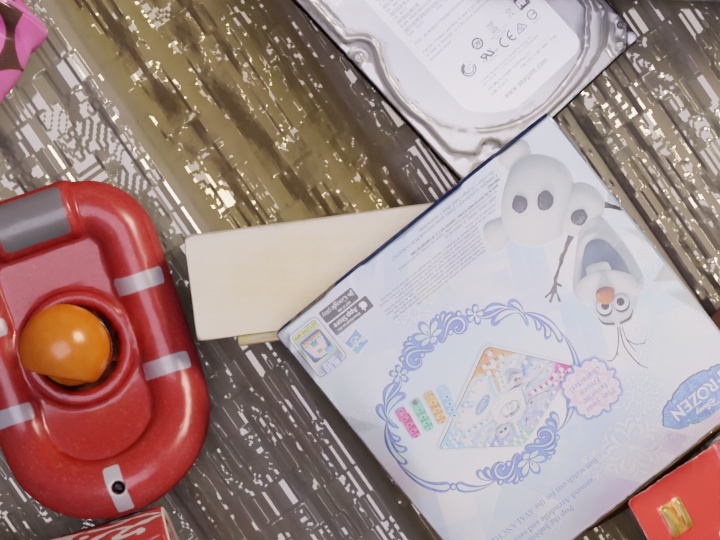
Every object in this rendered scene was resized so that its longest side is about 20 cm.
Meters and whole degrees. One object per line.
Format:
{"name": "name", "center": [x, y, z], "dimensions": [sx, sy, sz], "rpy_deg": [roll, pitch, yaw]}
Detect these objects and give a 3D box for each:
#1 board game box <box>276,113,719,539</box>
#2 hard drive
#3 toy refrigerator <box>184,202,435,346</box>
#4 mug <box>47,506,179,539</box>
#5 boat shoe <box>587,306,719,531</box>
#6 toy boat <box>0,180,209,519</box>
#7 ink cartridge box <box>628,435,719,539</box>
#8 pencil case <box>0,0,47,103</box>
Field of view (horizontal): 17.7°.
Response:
{"name": "board game box", "center": [0.090, 0.050, 1.323], "dimensions": [0.200, 0.043, 0.199], "rpy_deg": [-38, 93, 4]}
{"name": "hard drive", "center": [0.050, -0.165, 1.395], "dimensions": [0.140, 0.038, 0.200], "rpy_deg": [-42, 90, 1]}
{"name": "toy refrigerator", "center": [0.000, 0.000, 1.379], "dimensions": [0.199, 0.076, 0.070], "rpy_deg": [-7, 91, 0]}
{"name": "mug", "center": [-0.184, 0.243, 1.359], "dimensions": [0.199, 0.133, 0.178], "rpy_deg": [-20, 77, -4]}
{"name": "boat shoe", "center": [0.195, 0.071, 1.383], "dimensions": [0.200, 0.070, 0.070], "rpy_deg": [-41, 83, 0]}
{"name": "toy boat", "center": [-0.167, 0.047, 1.352], "dimensions": [0.130, 0.131, 0.201], "rpy_deg": [-19, 89, 1]}
{"name": "ink cartridge box", "center": [0.275, 0.152, 1.354], "dimensions": [0.200, 0.050, 0.161], "rpy_deg": [-29, 91, -28]}
{"name": "pencil case", "center": [-0.278, -0.094, 1.375], "dimensions": [0.094, 0.091, 0.200], "rpy_deg": [35, 89, -35]}
